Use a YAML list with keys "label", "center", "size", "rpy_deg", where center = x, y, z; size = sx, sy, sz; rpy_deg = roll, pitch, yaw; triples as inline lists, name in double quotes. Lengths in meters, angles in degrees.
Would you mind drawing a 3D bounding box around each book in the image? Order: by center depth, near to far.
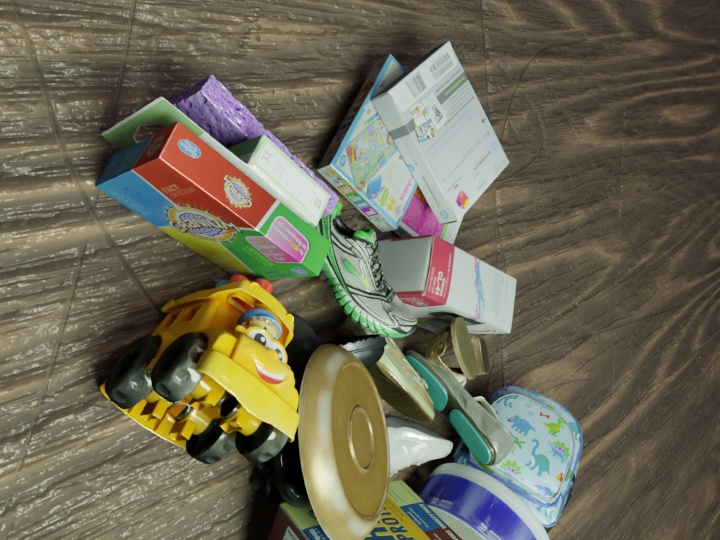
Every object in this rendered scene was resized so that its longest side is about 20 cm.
- label: "book"
  center: [0.077, -0.117, 0.947]
  size: [0.199, 0.048, 0.136]
  rpy_deg: [35, 64, -34]

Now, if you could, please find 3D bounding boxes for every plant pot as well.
- label: "plant pot"
  center: [-0.008, 0.175, 0.654]
  size: [0.200, 0.027, 0.204]
  rpy_deg: [-13, 91, -70]

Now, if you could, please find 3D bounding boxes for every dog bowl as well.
- label: "dog bowl"
  center: [0.158, 0.372, 0.876]
  size: [0.079, 0.198, 0.203]
  rpy_deg: [-39, 113, -35]

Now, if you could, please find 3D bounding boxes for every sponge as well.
- label: "sponge"
  center: [-0.127, -0.124, 0.703]
  size: [0.200, 0.110, 0.030]
  rpy_deg: [42, 59, -33]

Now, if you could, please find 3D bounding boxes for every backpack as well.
- label: "backpack"
  center: [0.246, 0.279, 0.970]
  size: [0.200, 0.181, 0.149]
  rpy_deg: [-49, 158, -39]

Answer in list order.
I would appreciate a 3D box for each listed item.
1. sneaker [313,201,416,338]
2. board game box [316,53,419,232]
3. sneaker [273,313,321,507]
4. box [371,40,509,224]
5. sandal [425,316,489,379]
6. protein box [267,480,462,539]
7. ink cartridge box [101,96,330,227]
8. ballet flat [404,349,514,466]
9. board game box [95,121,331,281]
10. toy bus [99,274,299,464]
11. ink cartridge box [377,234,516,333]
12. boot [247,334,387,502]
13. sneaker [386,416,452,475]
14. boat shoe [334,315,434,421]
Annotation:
- label: "sneaker"
  center: [0.000, 0.000, 0.775]
  size: [0.200, 0.085, 0.078]
  rpy_deg: [48, 16, 1]
- label: "board game box"
  center: [0.036, -0.175, 0.874]
  size: [0.134, 0.034, 0.202]
  rpy_deg: [40, 63, -28]
- label: "sneaker"
  center: [-0.063, 0.142, 0.665]
  size: [0.074, 0.091, 0.204]
  rpy_deg: [-8, 75, -6]
- label: "box"
  center: [0.119, -0.194, 0.894]
  size: [0.156, 0.041, 0.202]
  rpy_deg: [-46, 112, -31]
- label: "sandal"
  center: [0.126, 0.118, 0.881]
  size: [0.211, 0.068, 0.079]
  rpy_deg: [31, 51, -64]
- label: "protein box"
  center: [-0.010, 0.372, 0.710]
  size: [0.196, 0.134, 0.203]
  rpy_deg: [8, 107, -43]
- label: "ink cartridge box"
  center: [-0.148, -0.108, 0.658]
  size: [0.200, 0.144, 0.049]
  rpy_deg: [41, 59, -33]
- label: "ballet flat"
  center: [0.141, 0.187, 0.910]
  size: [0.063, 0.068, 0.201]
  rpy_deg: [-26, 63, -31]
- label: "board game box"
  center: [-0.149, -0.057, 0.649]
  size: [0.199, 0.151, 0.041]
  rpy_deg: [38, 63, -34]
- label: "toy bus"
  center: [-0.131, 0.076, 0.631]
  size: [0.136, 0.198, 0.194]
  rpy_deg: [46, 50, -27]
- label: "ink cartridge box"
  center: [0.105, 0.026, 0.890]
  size: [0.198, 0.146, 0.087]
  rpy_deg: [25, 69, -39]
- label: "boot"
  center: [-0.045, 0.173, 0.756]
  size: [0.195, 0.073, 0.166]
  rpy_deg: [-13, 89, -22]
- label: "sneaker"
  center: [0.043, 0.254, 0.875]
  size: [0.197, 0.075, 0.090]
  rpy_deg: [17, 87, -36]
- label: "boat shoe"
  center: [0.045, 0.132, 0.878]
  size: [0.201, 0.073, 0.064]
  rpy_deg: [48, 58, -20]
